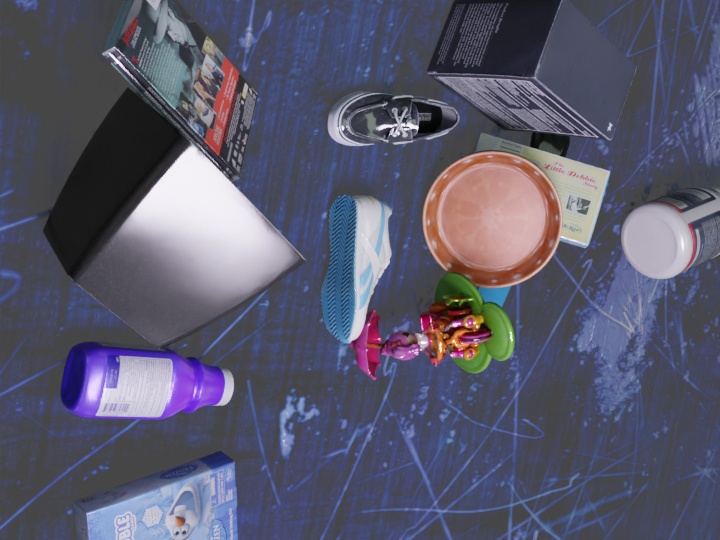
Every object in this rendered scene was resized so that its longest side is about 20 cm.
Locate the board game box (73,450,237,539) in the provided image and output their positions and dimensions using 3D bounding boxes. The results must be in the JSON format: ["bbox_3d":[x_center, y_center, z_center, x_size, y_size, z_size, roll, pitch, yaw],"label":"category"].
[{"bbox_3d":[-0.245,0.349,1.132,0.198,0.043,0.201,-13,110,-37],"label":"board game box"}]

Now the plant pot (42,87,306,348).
[{"bbox_3d":[-0.213,-0.042,0.964,0.177,0.199,0.200,-45,128,-5],"label":"plant pot"}]

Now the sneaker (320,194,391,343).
[{"bbox_3d":[0.000,0.000,1.228,0.081,0.076,0.201,-3,105,-42],"label":"sneaker"}]

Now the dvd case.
[{"bbox_3d":[-0.187,-0.210,0.994,0.200,0.022,0.146,48,34,-39],"label":"dvd case"}]

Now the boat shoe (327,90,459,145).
[{"bbox_3d":[0.049,-0.200,1.220,0.199,0.068,0.072,-7,106,-39],"label":"boat shoe"}]

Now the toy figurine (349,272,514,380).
[{"bbox_3d":[0.083,0.098,1.269,0.183,0.200,0.151,-14,102,-24],"label":"toy figurine"}]

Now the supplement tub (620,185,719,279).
[{"bbox_3d":[0.586,-0.074,1.669,0.199,0.140,0.141,-18,113,-36],"label":"supplement tub"}]

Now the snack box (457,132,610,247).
[{"bbox_3d":[0.254,-0.118,1.351,0.037,0.199,0.117,53,54,-84],"label":"snack box"}]

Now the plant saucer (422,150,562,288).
[{"bbox_3d":[0.190,-0.074,1.319,0.032,0.199,0.201,-58,149,-71],"label":"plant saucer"}]

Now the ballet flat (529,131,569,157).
[{"bbox_3d":[0.292,-0.169,1.463,0.066,0.057,0.201,5,94,-14],"label":"ballet flat"}]

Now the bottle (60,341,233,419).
[{"bbox_3d":[-0.241,0.130,1.060,0.199,0.065,0.084,9,96,-42],"label":"bottle"}]

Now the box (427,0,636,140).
[{"bbox_3d":[0.241,-0.281,1.277,0.200,0.198,0.124,24,86,-42],"label":"box"}]

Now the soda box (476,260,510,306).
[{"bbox_3d":[0.207,-0.030,1.405,0.068,0.064,0.201,31,80,-41],"label":"soda box"}]
